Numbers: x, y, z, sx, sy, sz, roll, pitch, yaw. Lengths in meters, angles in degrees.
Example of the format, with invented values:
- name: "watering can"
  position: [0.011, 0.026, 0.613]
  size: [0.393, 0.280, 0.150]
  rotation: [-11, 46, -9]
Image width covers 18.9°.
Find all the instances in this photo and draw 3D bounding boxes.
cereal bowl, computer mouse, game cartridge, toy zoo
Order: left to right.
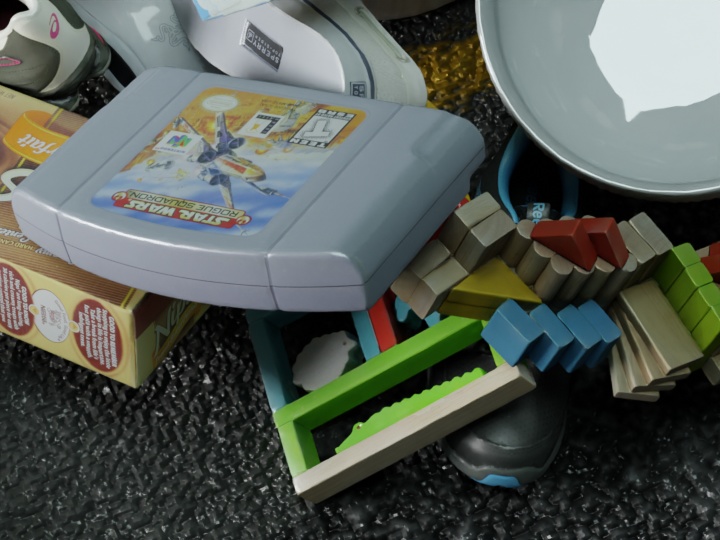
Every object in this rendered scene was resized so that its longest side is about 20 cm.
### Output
- name: "computer mouse"
  position: [-0.141, -0.168, 1.207]
  size: [0.109, 0.044, 0.200]
  rotation: [-35, 65, -22]
- name: "game cartridge"
  position: [-0.058, -0.038, 1.003]
  size: [0.199, 0.042, 0.133]
  rotation: [11, 37, 30]
- name: "toy zoo"
  position: [0.000, 0.000, 1.082]
  size: [0.131, 0.020, 0.201]
  rotation: [-29, 58, 19]
- name: "cereal bowl"
  position: [0.157, -0.129, 1.062]
  size: [0.199, 0.083, 0.202]
  rotation: [-1, 83, 10]

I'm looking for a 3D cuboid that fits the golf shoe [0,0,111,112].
- name: "golf shoe"
  position: [-0.228, -0.149, 1.157]
  size: [0.199, 0.088, 0.078]
  rotation: [19, 71, 20]

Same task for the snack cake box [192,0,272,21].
- name: "snack cake box"
  position: [-0.012, -0.218, 1.064]
  size: [0.199, 0.067, 0.116]
  rotation: [-32, 104, -32]

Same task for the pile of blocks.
- name: "pile of blocks"
  position: [0.118, 0.009, 1.007]
  size: [0.199, 0.062, 0.083]
  rotation: [4, 56, -18]

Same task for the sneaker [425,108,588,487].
- name: "sneaker"
  position: [0.075, 0.010, 1.080]
  size: [0.073, 0.082, 0.201]
  rotation: [7, 60, -1]

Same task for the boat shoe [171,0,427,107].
- name: "boat shoe"
  position: [-0.033, -0.131, 1.123]
  size: [0.069, 0.071, 0.200]
  rotation: [-3, 32, -36]

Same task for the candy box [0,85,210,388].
- name: "candy box"
  position: [-0.166, -0.027, 1.084]
  size: [0.199, 0.056, 0.116]
  rotation: [22, 45, 19]

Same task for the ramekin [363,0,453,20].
- name: "ramekin"
  position: [0.007, -0.232, 1.222]
  size: [0.201, 0.094, 0.204]
  rotation: [1, 58, -1]
